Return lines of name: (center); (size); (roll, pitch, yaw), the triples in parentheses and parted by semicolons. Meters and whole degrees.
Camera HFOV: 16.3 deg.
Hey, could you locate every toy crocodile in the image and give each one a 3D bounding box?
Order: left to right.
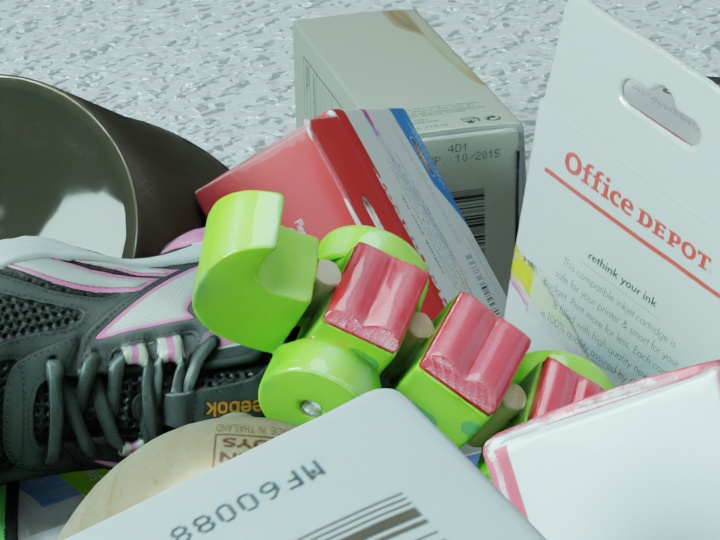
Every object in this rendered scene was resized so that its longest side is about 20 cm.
toy crocodile: (0.033, 0.038, 0.799); (0.199, 0.062, 0.068); (32, 50, -9)

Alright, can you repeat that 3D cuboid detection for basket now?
basket: (-0.121, -0.006, 0.999); (0.180, 0.137, 0.200); (27, -1, 8)

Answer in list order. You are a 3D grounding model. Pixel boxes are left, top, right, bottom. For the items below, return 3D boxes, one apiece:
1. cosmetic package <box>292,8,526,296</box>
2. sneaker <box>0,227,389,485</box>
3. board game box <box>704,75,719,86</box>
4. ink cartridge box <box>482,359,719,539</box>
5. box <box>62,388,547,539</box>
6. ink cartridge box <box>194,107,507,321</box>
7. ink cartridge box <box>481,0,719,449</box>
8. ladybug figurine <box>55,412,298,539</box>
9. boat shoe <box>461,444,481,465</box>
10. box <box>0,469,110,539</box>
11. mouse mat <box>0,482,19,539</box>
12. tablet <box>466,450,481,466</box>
cosmetic package: (0.021, -0.053, 1.247); (0.071, 0.106, 0.200); (-7, 24, -11)
sneaker: (-0.068, 0.031, 0.820); (0.199, 0.081, 0.086); (-20, 30, -41)
board game box: (0.200, -0.013, 0.988); (0.199, 0.062, 0.200); (10, 27, -14)
ink cartridge box: (0.140, 0.096, 0.732); (0.085, 0.146, 0.200); (-23, -10, 34)
box: (-0.018, 0.172, 0.557); (0.199, 0.172, 0.199); (-25, 35, -16)
ink cartridge box: (0.000, 0.000, 1.013); (0.067, 0.117, 0.200); (-29, -2, 12)
ink cartridge box: (0.113, 0.009, 0.877); (0.067, 0.201, 0.116); (-17, 40, -33)
ladybug figurine: (-0.037, 0.138, 0.752); (0.135, 0.072, 0.201); (5, 60, -3)
boat shoe: (0.068, 0.071, 1.023); (0.200, 0.073, 0.062); (-38, -3, -43)
box: (-0.148, 0.125, 0.846); (0.199, 0.102, 0.112); (-18, 26, -30)
mouse mat: (-0.186, 0.095, 0.780); (0.160, 0.008, 0.200); (-6, 23, -4)
tablet: (0.130, 0.094, 0.948); (0.199, 0.014, 0.130); (-11, 37, -28)
